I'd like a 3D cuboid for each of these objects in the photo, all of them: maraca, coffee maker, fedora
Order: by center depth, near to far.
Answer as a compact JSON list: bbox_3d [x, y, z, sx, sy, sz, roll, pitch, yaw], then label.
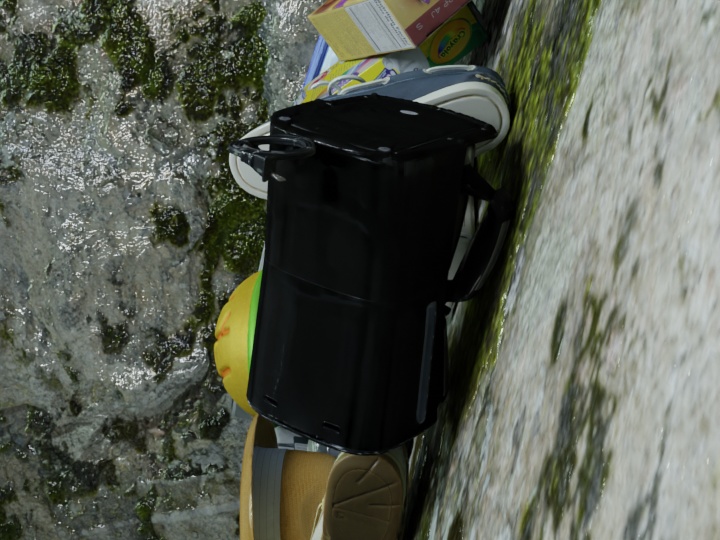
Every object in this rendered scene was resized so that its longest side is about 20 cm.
[{"bbox_3d":[-0.013,0.003,0.817,0.135,0.191,0.201,33,123,51],"label":"coffee maker"},{"bbox_3d":[-0.051,0.210,1.084,0.201,0.081,0.202,-3,-90,-87],"label":"fedora"},{"bbox_3d":[-0.077,0.052,1.204,0.201,0.106,0.138,-82,-12,-47],"label":"maraca"}]

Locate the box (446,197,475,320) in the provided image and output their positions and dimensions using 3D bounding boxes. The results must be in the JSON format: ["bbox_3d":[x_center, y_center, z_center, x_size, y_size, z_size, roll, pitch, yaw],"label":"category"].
[{"bbox_3d":[0.036,-0.056,1.003,0.200,0.094,0.078,-81,5,-56],"label":"box"}]

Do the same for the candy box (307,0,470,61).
[{"bbox_3d":[0.039,-0.234,1.082,0.117,0.057,0.200,-41,17,-10],"label":"candy box"}]

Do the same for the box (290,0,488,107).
[{"bbox_3d":[0.017,-0.175,1.149,0.199,0.048,0.117,-32,18,14],"label":"box"}]

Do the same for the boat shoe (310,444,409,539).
[{"bbox_3d":[-0.001,0.198,0.941,0.066,0.074,0.201,-59,-12,-59],"label":"boat shoe"}]

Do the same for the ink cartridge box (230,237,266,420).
[{"bbox_3d":[-0.047,0.061,1.369,0.145,0.144,0.201,111,171,-68],"label":"ink cartridge box"}]

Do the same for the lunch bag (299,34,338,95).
[{"bbox_3d":[-0.008,-0.205,1.404,0.161,0.082,0.201,-42,-26,-71],"label":"lunch bag"}]

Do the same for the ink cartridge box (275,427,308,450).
[{"bbox_3d":[-0.063,0.254,1.382,0.200,0.082,0.148,-100,19,-79],"label":"ink cartridge box"}]

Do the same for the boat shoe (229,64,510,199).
[{"bbox_3d":[0.006,-0.101,0.911,0.062,0.199,0.075,-86,-24,-57],"label":"boat shoe"}]

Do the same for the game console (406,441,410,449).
[{"bbox_3d":[-0.018,0.096,1.087,0.200,0.116,0.177,-83,8,-60],"label":"game console"}]

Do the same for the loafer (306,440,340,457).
[{"bbox_3d":[-0.023,0.175,1.222,0.070,0.069,0.201,125,158,-60],"label":"loafer"}]
